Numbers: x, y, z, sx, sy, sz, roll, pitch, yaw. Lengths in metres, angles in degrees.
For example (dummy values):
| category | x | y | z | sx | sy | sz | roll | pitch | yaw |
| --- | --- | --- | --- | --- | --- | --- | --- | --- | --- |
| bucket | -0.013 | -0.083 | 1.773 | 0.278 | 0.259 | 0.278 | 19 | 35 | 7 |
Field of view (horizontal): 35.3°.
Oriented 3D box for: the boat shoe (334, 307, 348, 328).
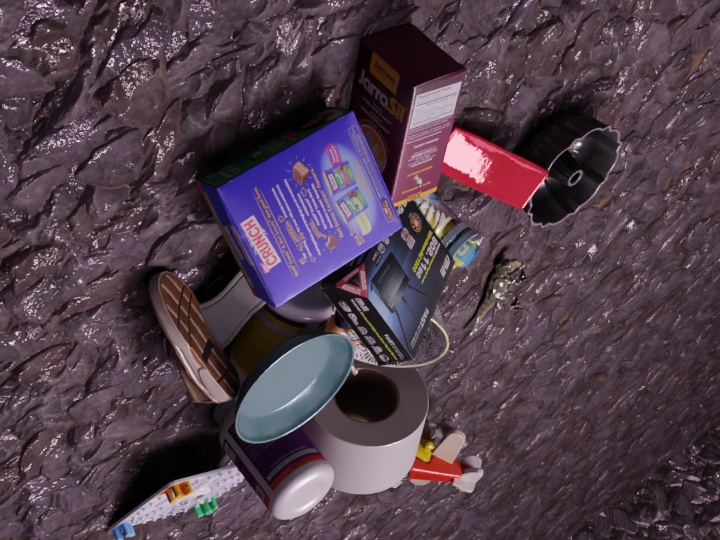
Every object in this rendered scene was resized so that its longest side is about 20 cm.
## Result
| category | x | y | z | sx | sy | sz | roll | pitch | yaw |
| --- | --- | --- | --- | --- | --- | --- | --- | --- | --- |
| boat shoe | 0.000 | 0.000 | 1.611 | 0.069 | 0.084 | 0.200 | -52 | -177 | 45 |

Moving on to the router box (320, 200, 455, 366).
| category | x | y | z | sx | sy | sz | roll | pitch | yaw |
| --- | --- | --- | --- | --- | --- | --- | --- | --- | --- |
| router box | 0.042 | 0.006 | 1.530 | 0.150 | 0.062 | 0.200 | 54 | 43 | -28 |

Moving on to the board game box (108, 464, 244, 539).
| category | x | y | z | sx | sy | sz | roll | pitch | yaw |
| --- | --- | --- | --- | --- | --- | --- | --- | --- | --- |
| board game box | -0.263 | 0.358 | 1.771 | 0.200 | 0.026 | 0.200 | -6 | 154 | -46 |

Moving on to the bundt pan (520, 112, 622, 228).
| category | x | y | z | sx | sy | sz | roll | pitch | yaw |
| --- | --- | --- | --- | --- | --- | --- | --- | --- | --- |
| bundt pan | 0.321 | -0.170 | 1.820 | 0.202 | 0.076 | 0.202 | -30 | 147 | -22 |

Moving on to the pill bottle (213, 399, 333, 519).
| category | x | y | z | sx | sy | sz | roll | pitch | yaw |
| --- | --- | --- | --- | --- | --- | --- | --- | --- | --- |
| pill bottle | -0.137 | 0.269 | 1.704 | 0.112 | 0.200 | 0.113 | -30 | 148 | -21 |

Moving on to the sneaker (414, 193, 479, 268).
| category | x | y | z | sx | sy | sz | roll | pitch | yaw |
| --- | --- | --- | --- | --- | --- | --- | --- | --- | --- |
| sneaker | 0.108 | -0.069 | 1.638 | 0.080 | 0.131 | 0.200 | -48 | 149 | 10 |

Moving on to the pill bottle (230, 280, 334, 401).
| category | x | y | z | sx | sy | sz | roll | pitch | yaw |
| --- | --- | --- | --- | --- | --- | --- | --- | --- | --- |
| pill bottle | -0.119 | 0.101 | 1.601 | 0.112 | 0.112 | 0.200 | -11 | 137 | -43 |

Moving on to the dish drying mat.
| category | x | y | z | sx | sy | sz | roll | pitch | yaw |
| --- | --- | --- | --- | --- | --- | --- | --- | --- | --- |
| dish drying mat | 0.189 | -0.152 | 1.675 | 0.200 | 0.018 | 0.077 | 20 | 115 | -35 |

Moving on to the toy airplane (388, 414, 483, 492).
| category | x | y | z | sx | sy | sz | roll | pitch | yaw |
| --- | --- | --- | --- | --- | --- | --- | --- | --- | --- |
| toy airplane | 0.146 | 0.365 | 2.227 | 0.200 | 0.141 | 0.199 | -18 | 144 | 24 |

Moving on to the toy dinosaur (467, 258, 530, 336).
| category | x | y | z | sx | sy | sz | roll | pitch | yaw |
| --- | --- | --- | --- | --- | --- | --- | --- | --- | --- |
| toy dinosaur | 0.259 | 0.040 | 2.046 | 0.088 | 0.048 | 0.200 | -5 | 135 | -27 |

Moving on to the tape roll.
| category | x | y | z | sx | sy | sz | roll | pitch | yaw |
| --- | --- | --- | --- | --- | --- | --- | --- | --- | --- |
| tape roll | 0.002 | 0.242 | 1.838 | 0.202 | 0.203 | 0.139 | -25 | 145 | -29 |

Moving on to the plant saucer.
| category | x | y | z | sx | sy | sz | roll | pitch | yaw |
| --- | --- | --- | --- | --- | --- | --- | --- | --- | --- |
| plant saucer | -0.097 | 0.151 | 1.542 | 0.200 | 0.036 | 0.200 | -32 | 149 | -22 |

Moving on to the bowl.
| category | x | y | z | sx | sy | sz | roll | pitch | yaw |
| --- | --- | --- | --- | --- | --- | --- | --- | --- | --- |
| bowl | 0.042 | 0.061 | 1.729 | 0.201 | 0.200 | 0.094 | 79 | 19 | -56 |

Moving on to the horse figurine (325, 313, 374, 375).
| category | x | y | z | sx | sy | sz | roll | pitch | yaw |
| --- | --- | --- | --- | --- | --- | --- | --- | --- | --- |
| horse figurine | -0.039 | 0.111 | 1.692 | 0.132 | 0.050 | 0.200 | 25 | 142 | -28 |

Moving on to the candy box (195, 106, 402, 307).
| category | x | y | z | sx | sy | sz | roll | pitch | yaw |
| --- | --- | --- | --- | --- | --- | --- | --- | --- | --- |
| candy box | -0.072 | -0.080 | 1.384 | 0.200 | 0.077 | 0.169 | -32 | 112 | -21 |

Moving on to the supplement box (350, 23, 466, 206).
| category | x | y | z | sx | sy | sz | roll | pitch | yaw |
| --- | --- | --- | --- | --- | --- | --- | --- | --- | --- |
| supplement box | 0.051 | -0.193 | 1.432 | 0.086 | 0.110 | 0.200 | -23 | 144 | -29 |

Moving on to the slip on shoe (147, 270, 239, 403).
| category | x | y | z | sx | sy | sz | roll | pitch | yaw |
| --- | --- | --- | --- | --- | --- | --- | --- | --- | --- |
| slip on shoe | -0.227 | 0.092 | 1.457 | 0.060 | 0.076 | 0.200 | -15 | 123 | 24 |

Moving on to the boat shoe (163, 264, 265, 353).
| category | x | y | z | sx | sy | sz | roll | pitch | yaw |
| --- | --- | --- | --- | --- | --- | --- | --- | --- | --- |
| boat shoe | -0.179 | 0.049 | 1.508 | 0.200 | 0.076 | 0.060 | -35 | -167 | 15 |
